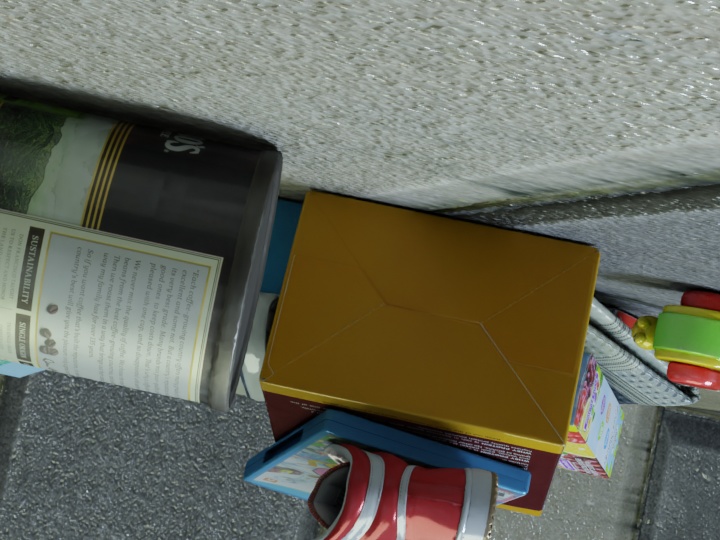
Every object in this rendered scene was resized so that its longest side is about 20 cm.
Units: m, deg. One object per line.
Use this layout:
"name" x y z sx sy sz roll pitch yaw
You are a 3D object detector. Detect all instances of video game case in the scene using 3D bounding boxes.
"video game case" 0.012 0.140 1.208 0.142 0.018 0.200 18 160 -14

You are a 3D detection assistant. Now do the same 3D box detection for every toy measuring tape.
"toy measuring tape" 0.269 0.053 1.227 0.199 0.074 0.073 8 175 41

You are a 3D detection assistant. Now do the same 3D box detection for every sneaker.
"sneaker" 0.016 0.167 1.146 0.112 0.072 0.200 11 152 -4
"sneaker" -0.090 0.058 1.252 0.070 0.074 0.200 5 167 -2

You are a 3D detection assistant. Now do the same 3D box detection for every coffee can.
"coffee can" -0.154 -0.014 0.981 0.198 0.148 0.146 12 176 -1

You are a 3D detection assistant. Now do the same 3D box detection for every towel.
"towel" 0.159 0.061 1.506 0.199 0.035 0.192 33 158 -32

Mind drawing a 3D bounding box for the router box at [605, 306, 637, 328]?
"router box" 0.169 0.055 1.655 0.199 0.049 0.179 10 175 27

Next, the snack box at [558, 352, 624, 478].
"snack box" 0.123 0.108 1.490 0.167 0.068 0.200 11 164 19

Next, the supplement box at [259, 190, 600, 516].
"supplement box" 0.046 0.062 1.199 0.196 0.134 0.200 11 160 6

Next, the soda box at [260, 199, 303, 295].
"soda box" -0.133 -0.028 1.271 0.198 0.068 0.064 11 175 10

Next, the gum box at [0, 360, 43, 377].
"gum box" -0.276 0.031 1.347 0.169 0.045 0.199 17 157 -39
